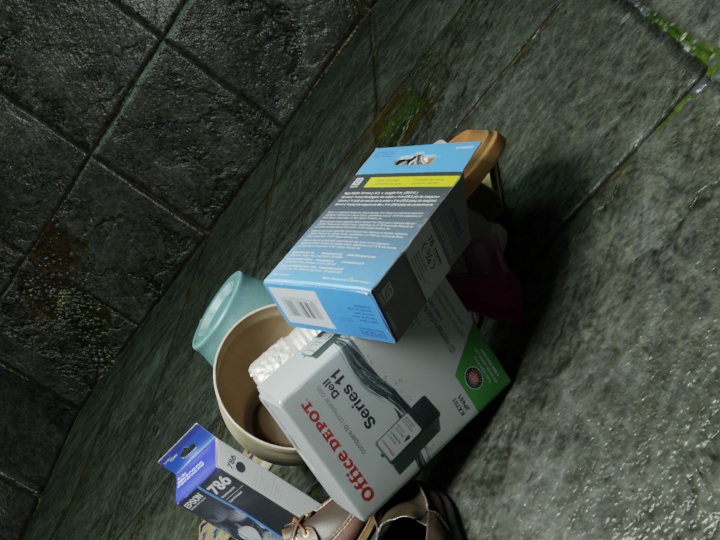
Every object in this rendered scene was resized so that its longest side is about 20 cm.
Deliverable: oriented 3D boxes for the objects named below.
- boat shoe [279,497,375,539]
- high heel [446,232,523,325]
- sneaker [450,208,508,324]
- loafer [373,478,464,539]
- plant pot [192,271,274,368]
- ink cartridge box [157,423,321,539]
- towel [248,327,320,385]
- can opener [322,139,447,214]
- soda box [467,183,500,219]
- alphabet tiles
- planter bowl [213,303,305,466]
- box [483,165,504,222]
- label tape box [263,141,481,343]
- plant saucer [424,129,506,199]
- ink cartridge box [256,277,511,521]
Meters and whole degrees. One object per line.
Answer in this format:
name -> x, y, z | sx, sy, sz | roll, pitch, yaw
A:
boat shoe -> -0.058, 0.303, 0.918 | 0.201, 0.070, 0.071 | -52, 17, 12
high heel -> 0.075, 0.038, 0.903 | 0.196, 0.098, 0.067 | -21, -8, 21
sneaker -> 0.093, 0.014, 0.967 | 0.075, 0.091, 0.203 | -25, 37, 57
loafer -> 0.047, 0.232, 0.751 | 0.074, 0.071, 0.200 | -56, 18, 0
plant pot -> -0.145, 0.106, 1.293 | 0.201, 0.186, 0.201 | -48, 19, 22
ink cartridge box -> -0.136, 0.263, 0.978 | 0.099, 0.198, 0.040 | -43, 17, 34
towel -> -0.026, 0.134, 0.915 | 0.132, 0.035, 0.200 | -40, 60, -5
can opener -> 0.045, -0.101, 1.119 | 0.197, 0.054, 0.067 | -30, -9, 17
soda box -> 0.085, -0.027, 1.047 | 0.203, 0.067, 0.064 | -61, 32, 9
alphabet tiles -> -0.193, 0.346, 1.309 | 0.202, 0.006, 0.167 | -55, 17, 8
planter bowl -> -0.090, 0.163, 1.084 | 0.136, 0.196, 0.203 | 105, -176, -52
box -> 0.115, -0.056, 1.147 | 0.200, 0.021, 0.165 | -48, 20, 28
label tape box -> 0.024, -0.031, 0.793 | 0.142, 0.064, 0.201 | 4, 45, 45
plant saucer -> 0.073, -0.082, 0.915 | 0.200, 0.037, 0.200 | -45, 8, 8
ink cartridge box -> 0.022, 0.110, 0.808 | 0.199, 0.148, 0.083 | -40, 15, -15
